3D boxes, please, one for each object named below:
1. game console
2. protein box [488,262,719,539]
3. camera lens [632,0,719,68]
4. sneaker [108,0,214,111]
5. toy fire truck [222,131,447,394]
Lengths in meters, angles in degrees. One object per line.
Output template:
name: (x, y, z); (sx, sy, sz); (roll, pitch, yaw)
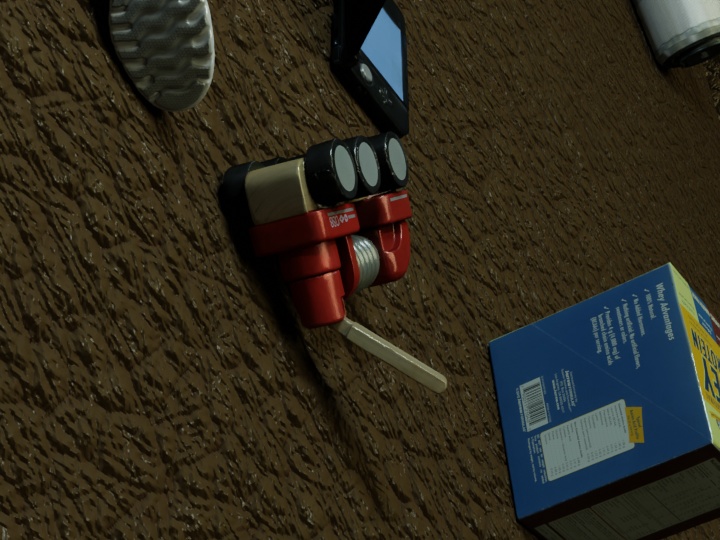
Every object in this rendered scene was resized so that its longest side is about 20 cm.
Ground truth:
game console: (0.034, -0.263, 1.631); (0.176, 0.115, 0.201); (47, 29, -36)
protein box: (0.249, 0.139, 1.592); (0.135, 0.198, 0.200); (41, 33, -45)
camera lens: (0.565, -0.468, 2.956); (0.160, 0.159, 0.202); (0, 67, -65)
sneaker: (-0.151, -0.216, 1.227); (0.082, 0.074, 0.202); (-52, 125, -82)
toy fire truck: (0.000, 0.000, 1.308); (0.176, 0.127, 0.203); (-18, 95, -68)
